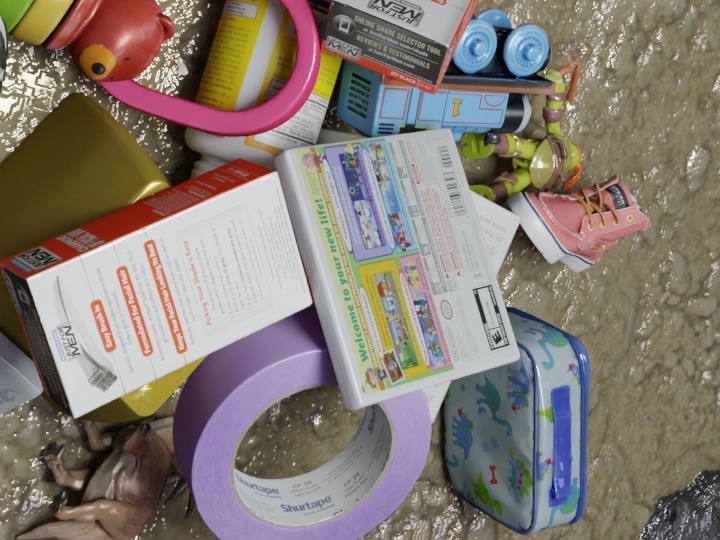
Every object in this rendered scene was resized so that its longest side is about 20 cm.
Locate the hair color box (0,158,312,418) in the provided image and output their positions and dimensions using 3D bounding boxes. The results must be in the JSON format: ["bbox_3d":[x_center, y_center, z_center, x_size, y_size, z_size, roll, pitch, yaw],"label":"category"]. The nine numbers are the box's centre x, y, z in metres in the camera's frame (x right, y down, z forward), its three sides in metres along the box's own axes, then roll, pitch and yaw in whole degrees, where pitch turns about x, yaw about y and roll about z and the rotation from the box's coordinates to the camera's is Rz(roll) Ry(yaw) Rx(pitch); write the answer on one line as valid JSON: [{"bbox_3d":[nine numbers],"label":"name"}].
[{"bbox_3d":[-0.144,0.009,1.061,0.199,0.064,0.111,-26,115,-26],"label":"hair color box"}]

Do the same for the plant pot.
[{"bbox_3d":[-0.198,0.004,1.169,0.200,0.176,0.200,-48,121,-14],"label":"plant pot"}]

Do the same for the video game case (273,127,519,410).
[{"bbox_3d":[0.031,-0.007,1.154,0.182,0.022,0.201,-12,83,-42],"label":"video game case"}]

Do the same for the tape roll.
[{"bbox_3d":[-0.046,0.132,1.181,0.199,0.066,0.201,-10,122,-16],"label":"tape roll"}]

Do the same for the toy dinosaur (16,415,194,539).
[{"bbox_3d":[-0.195,0.187,1.274,0.200,0.086,0.136,-47,128,-7],"label":"toy dinosaur"}]

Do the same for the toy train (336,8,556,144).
[{"bbox_3d":[0.076,-0.167,1.273,0.199,0.087,0.115,-1,112,-31],"label":"toy train"}]

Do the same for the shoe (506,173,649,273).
[{"bbox_3d":[0.205,-0.054,1.367,0.091,0.072,0.200,-35,161,14],"label":"shoe"}]

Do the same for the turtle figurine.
[{"bbox_3d":[0.163,-0.094,1.406,0.161,0.064,0.201,-15,125,-44],"label":"turtle figurine"}]

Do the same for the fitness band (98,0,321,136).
[{"bbox_3d":[-0.127,-0.186,1.179,0.199,0.037,0.144,18,93,10],"label":"fitness band"}]

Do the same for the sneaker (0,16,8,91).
[{"bbox_3d":[-0.322,-0.110,1.083,0.083,0.081,0.200,27,122,-25],"label":"sneaker"}]

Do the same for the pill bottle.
[{"bbox_3d":[-0.081,-0.148,1.245,0.109,0.109,0.201,17,93,-33],"label":"pill bottle"}]

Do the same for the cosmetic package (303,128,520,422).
[{"bbox_3d":[0.000,0.000,1.297,0.167,0.166,0.201,27,86,-33],"label":"cosmetic package"}]

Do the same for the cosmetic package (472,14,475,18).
[{"bbox_3d":[0.045,-0.216,1.330,0.102,0.074,0.200,-41,118,-16],"label":"cosmetic package"}]

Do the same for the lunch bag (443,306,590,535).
[{"bbox_3d":[0.152,0.145,1.429,0.082,0.161,0.201,-10,106,-29],"label":"lunch bag"}]

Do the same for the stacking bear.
[{"bbox_3d":[-0.237,-0.214,1.110,0.200,0.121,0.114,33,40,-21],"label":"stacking bear"}]

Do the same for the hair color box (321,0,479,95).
[{"bbox_3d":[0.051,-0.244,1.187,0.101,0.061,0.200,23,54,4],"label":"hair color box"}]

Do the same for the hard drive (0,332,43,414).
[{"bbox_3d":[-0.353,0.048,1.123,0.200,0.132,0.027,48,32,-31],"label":"hard drive"}]
